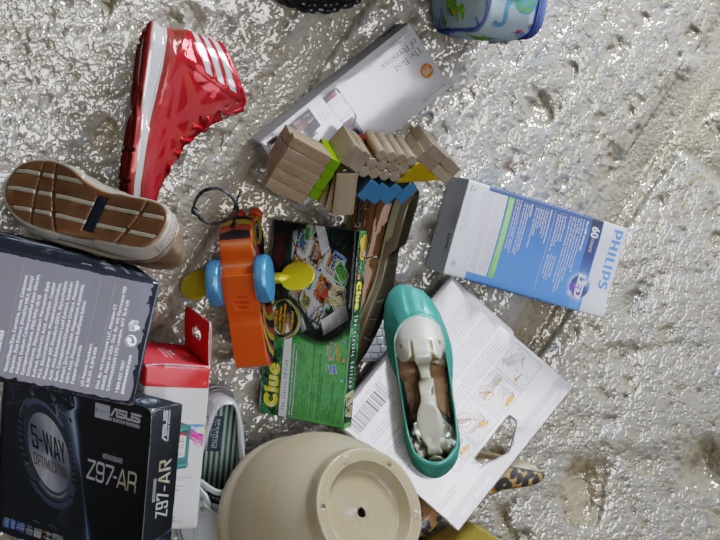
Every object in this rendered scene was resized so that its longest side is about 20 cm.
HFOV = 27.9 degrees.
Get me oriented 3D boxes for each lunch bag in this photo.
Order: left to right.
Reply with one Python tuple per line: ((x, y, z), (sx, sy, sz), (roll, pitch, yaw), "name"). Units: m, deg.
((0.136, -0.330, 1.451), (0.081, 0.161, 0.203), (3, 95, -19), "lunch bag")

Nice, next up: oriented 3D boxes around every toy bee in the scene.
((-0.109, -0.010, 1.448), (0.129, 0.109, 0.202), (14, 121, -1), "toy bee")

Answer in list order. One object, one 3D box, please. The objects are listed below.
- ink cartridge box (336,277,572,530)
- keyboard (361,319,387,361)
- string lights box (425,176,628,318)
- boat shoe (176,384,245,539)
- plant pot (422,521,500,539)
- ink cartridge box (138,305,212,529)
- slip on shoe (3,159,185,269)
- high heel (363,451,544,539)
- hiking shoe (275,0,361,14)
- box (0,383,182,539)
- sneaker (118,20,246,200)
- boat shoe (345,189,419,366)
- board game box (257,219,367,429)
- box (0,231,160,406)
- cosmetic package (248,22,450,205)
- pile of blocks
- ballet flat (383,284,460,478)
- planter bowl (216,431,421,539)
((0.095, 0.140, 1.527), (0.176, 0.045, 0.200), (41, 80, -1), "ink cartridge box")
((0.034, 0.068, 1.550), (0.198, 0.011, 0.057), (1, 97, -19), "keyboard")
((0.180, -0.025, 1.561), (0.198, 0.059, 0.104), (16, 92, -20), "string lights box")
((-0.151, 0.221, 1.478), (0.073, 0.067, 0.203), (-5, 99, -18), "boat shoe")
((0.119, 0.386, 1.508), (0.201, 0.193, 0.196), (-52, 133, -12), "plant pot")
((-0.195, 0.141, 1.426), (0.066, 0.116, 0.203), (3, 96, -20), "ink cartridge box")
((-0.250, -0.049, 1.370), (0.077, 0.198, 0.061), (-67, 154, -19), "slip on shoe")
((0.098, 0.268, 1.562), (0.197, 0.071, 0.144), (2, 91, -2), "high heel")
((-0.007, -0.329, 1.458), (0.198, 0.076, 0.102), (-17, 64, 0), "hiking shoe")
((-0.261, 0.188, 1.375), (0.043, 0.198, 0.162), (-3, 101, -55), "box")
((-0.169, -0.135, 1.419), (0.114, 0.078, 0.203), (7, 96, -18), "sneaker")
((0.000, 0.000, 1.505), (0.067, 0.072, 0.202), (19, 93, 12), "boat shoe")
((-0.049, 0.054, 1.480), (0.104, 0.023, 0.203), (9, 97, 25), "board game box")
((-0.305, 0.034, 1.332), (0.198, 0.196, 0.119), (12, 93, -19), "box")
((-0.010, -0.161, 1.483), (0.200, 0.051, 0.083), (-40, 108, -10), "cosmetic package")
((-0.004, -0.105, 1.440), (0.198, 0.062, 0.083), (1, 120, -18), "pile of blocks")
((0.067, 0.109, 1.470), (0.067, 0.070, 0.203), (-9, 83, -5), "ballet flat")
((-0.023, 0.247, 1.415), (0.198, 0.134, 0.203), (12, 66, -29), "planter bowl")
